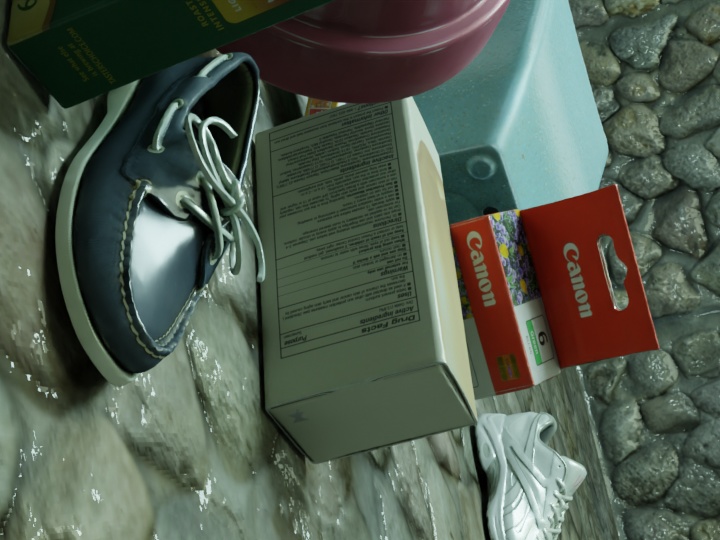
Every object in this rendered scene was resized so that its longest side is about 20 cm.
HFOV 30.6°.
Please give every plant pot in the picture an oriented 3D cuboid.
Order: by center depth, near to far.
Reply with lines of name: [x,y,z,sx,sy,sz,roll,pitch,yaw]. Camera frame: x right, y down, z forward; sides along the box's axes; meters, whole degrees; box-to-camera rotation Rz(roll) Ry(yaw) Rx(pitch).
plant pot: [0.004,-0.214,0.664,0.179,0.200,0.200,117,-34,-62]
plant pot: [0.078,-0.095,1.047,0.200,0.196,0.196,-75,149,-49]

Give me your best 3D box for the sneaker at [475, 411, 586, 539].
sneaker: [0.170,0.219,1.261,0.078,0.099,0.200,55,23,-57]

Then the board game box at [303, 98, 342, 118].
board game box: [-0.005,-0.151,0.899,0.096,0.030,0.200,2,103,-77]

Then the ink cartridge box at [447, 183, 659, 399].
ink cartridge box: [0.073,0.023,0.819,0.050,0.200,0.109,-13,88,-58]

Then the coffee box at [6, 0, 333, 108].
coffee box: [-0.043,-0.150,0.518,0.044,0.200,0.123,51,27,-48]

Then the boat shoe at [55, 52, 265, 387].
boat shoe: [-0.075,-0.031,0.552,0.200,0.062,0.075,-85,159,-56]

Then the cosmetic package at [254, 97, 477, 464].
cosmetic package: [0.000,0.000,0.758,0.071,0.105,0.200,58,22,-50]
